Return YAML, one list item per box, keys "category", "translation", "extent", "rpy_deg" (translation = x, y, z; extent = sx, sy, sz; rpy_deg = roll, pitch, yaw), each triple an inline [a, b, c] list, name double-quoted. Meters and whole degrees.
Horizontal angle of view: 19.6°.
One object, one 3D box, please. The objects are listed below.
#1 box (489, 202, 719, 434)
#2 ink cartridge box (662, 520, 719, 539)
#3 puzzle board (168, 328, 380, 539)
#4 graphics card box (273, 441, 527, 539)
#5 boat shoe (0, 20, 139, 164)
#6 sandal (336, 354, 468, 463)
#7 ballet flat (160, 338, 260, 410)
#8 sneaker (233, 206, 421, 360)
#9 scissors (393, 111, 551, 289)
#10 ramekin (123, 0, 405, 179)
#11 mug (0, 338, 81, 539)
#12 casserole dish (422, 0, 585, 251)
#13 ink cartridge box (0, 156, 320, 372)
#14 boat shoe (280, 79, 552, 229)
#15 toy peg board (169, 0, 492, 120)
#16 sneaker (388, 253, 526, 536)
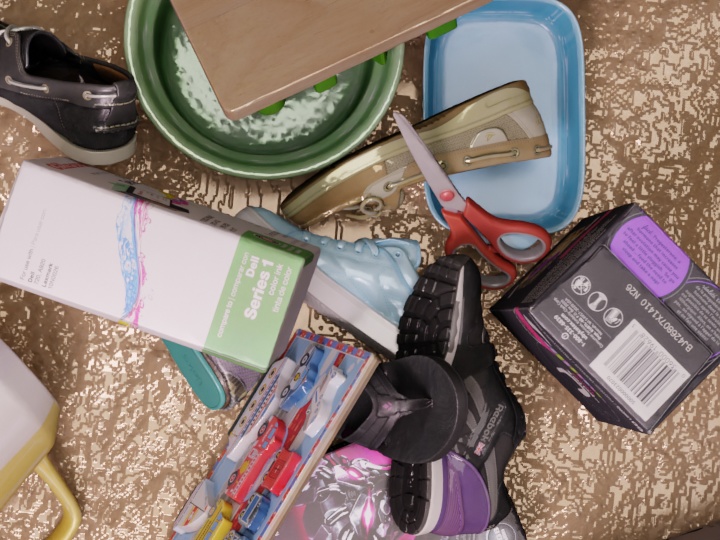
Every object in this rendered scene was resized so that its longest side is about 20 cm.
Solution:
- category: "box"
  translation: [0.179, 0.034, 1.469]
  extent: [0.106, 0.200, 0.122]
  rpy_deg: [-44, 91, -3]
- category: "ink cartridge box"
  translation: [0.231, 0.243, 1.492]
  extent: [0.200, 0.146, 0.086]
  rpy_deg: [-17, 90, -4]
- category: "puzzle board"
  translation: [-0.071, 0.133, 1.463]
  extent: [0.017, 0.151, 0.200]
  rpy_deg: [35, 82, -22]
- category: "graphics card box"
  translation: [0.011, 0.184, 1.531]
  extent: [0.200, 0.051, 0.126]
  rpy_deg: [-21, 89, -5]
- category: "boat shoe"
  translation: [-0.234, -0.149, 1.487]
  extent: [0.200, 0.068, 0.072]
  rpy_deg: [32, 45, 28]
- category: "sandal"
  translation: [0.002, 0.097, 1.463]
  extent: [0.048, 0.200, 0.076]
  rpy_deg: [-4, 92, -36]
- category: "ballet flat"
  translation: [-0.139, 0.009, 1.528]
  extent: [0.072, 0.072, 0.200]
  rpy_deg: [-37, 91, -4]
- category: "sneaker"
  translation: [0.000, 0.000, 1.530]
  extent: [0.200, 0.074, 0.082]
  rpy_deg: [36, 81, -11]
- category: "scissors"
  translation: [0.061, -0.044, 1.479]
  extent: [0.073, 0.200, 0.014]
  rpy_deg: [-29, 46, 28]
- category: "ramekin"
  translation: [-0.070, -0.162, 1.513]
  extent: [0.199, 0.098, 0.201]
  rpy_deg: [0, 88, -3]
- category: "mug"
  translation: [-0.292, 0.129, 1.491]
  extent: [0.153, 0.187, 0.149]
  rpy_deg: [-43, 58, -12]
- category: "casserole dish"
  translation: [0.105, -0.114, 1.551]
  extent: [0.121, 0.039, 0.201]
  rpy_deg: [0, 88, -3]
- category: "ink cartridge box"
  translation: [-0.137, -0.007, 1.413]
  extent: [0.200, 0.145, 0.084]
  rpy_deg: [19, 94, 2]
- category: "boat shoe"
  translation: [0.041, -0.071, 1.495]
  extent: [0.200, 0.073, 0.063]
  rpy_deg: [-26, 95, -13]
- category: "toy peg board"
  translation: [-0.037, -0.216, 1.433]
  extent: [0.200, 0.098, 0.199]
  rpy_deg: [-25, 74, -4]
- category: "sneaker"
  translation: [0.076, 0.089, 1.485]
  extent: [0.087, 0.076, 0.201]
  rpy_deg: [4, 94, -26]
